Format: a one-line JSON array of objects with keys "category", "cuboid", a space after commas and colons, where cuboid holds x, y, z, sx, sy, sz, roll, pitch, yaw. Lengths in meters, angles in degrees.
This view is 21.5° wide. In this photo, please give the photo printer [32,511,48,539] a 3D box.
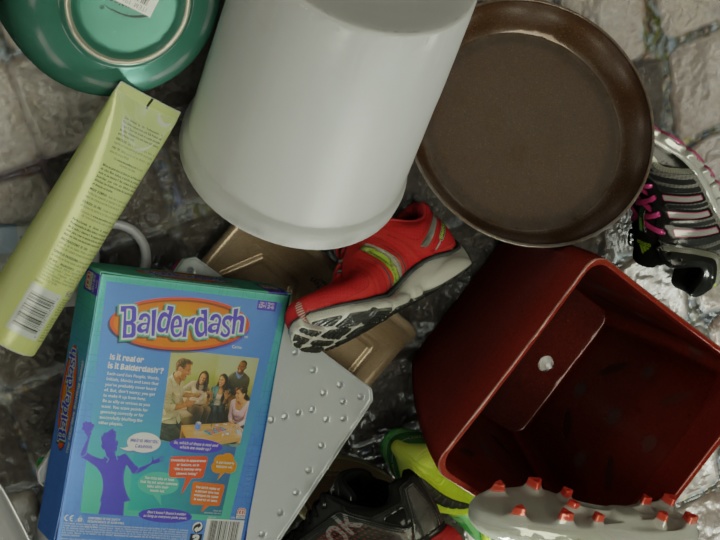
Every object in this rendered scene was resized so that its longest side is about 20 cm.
[{"category": "photo printer", "cuboid": [-0.184, 0.244, 1.494, 0.166, 0.069, 0.201, 10, 106, -24]}]

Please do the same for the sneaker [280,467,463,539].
[{"category": "sneaker", "cuboid": [-0.019, 0.208, 1.492, 0.200, 0.071, 0.098, -18, 97, 29]}]

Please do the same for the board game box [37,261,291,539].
[{"category": "board game box", "cuboid": [-0.142, 0.101, 1.378, 0.152, 0.045, 0.201, 8, 97, -28]}]

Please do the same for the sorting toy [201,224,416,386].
[{"category": "sorting toy", "cuboid": [-0.082, 0.068, 1.489, 0.185, 0.036, 0.200, 39, 98, -29]}]

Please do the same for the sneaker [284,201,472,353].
[{"category": "sneaker", "cuboid": [0.000, 0.000, 1.436, 0.200, 0.077, 0.085, -27, 84, -51]}]

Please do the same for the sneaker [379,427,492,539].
[{"category": "sneaker", "cuboid": [0.087, 0.175, 1.572, 0.074, 0.084, 0.200, -50, 137, 0]}]

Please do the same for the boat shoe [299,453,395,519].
[{"category": "boat shoe", "cuboid": [0.024, 0.218, 1.567, 0.200, 0.065, 0.072, 38, 93, -28]}]

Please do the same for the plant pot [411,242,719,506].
[{"category": "plant pot", "cuboid": [0.156, 0.087, 1.504, 0.200, 0.176, 0.200, 35, 95, -28]}]

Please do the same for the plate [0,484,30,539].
[{"category": "plate", "cuboid": [-0.311, 0.275, 1.435, 0.199, 0.032, 0.200, -26, 100, 10]}]

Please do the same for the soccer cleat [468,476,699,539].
[{"category": "soccer cleat", "cuboid": [0.166, 0.205, 1.418, 0.199, 0.069, 0.078, 9, 110, -27]}]

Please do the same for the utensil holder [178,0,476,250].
[{"category": "utensil holder", "cuboid": [-0.021, -0.142, 1.307, 0.169, 0.170, 0.200, 1, 140, -22]}]

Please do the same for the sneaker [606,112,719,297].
[{"category": "sneaker", "cuboid": [0.247, -0.048, 1.544, 0.087, 0.074, 0.200, -50, 124, -4]}]

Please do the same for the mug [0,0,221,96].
[{"category": "mug", "cuboid": [-0.186, -0.191, 1.297, 0.185, 0.114, 0.152, -23, 117, -12]}]

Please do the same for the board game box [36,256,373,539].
[{"category": "board game box", "cuboid": [-0.117, 0.121, 1.436, 0.200, 0.026, 0.200, 38, 82, -27]}]

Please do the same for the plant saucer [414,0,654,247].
[{"category": "plant saucer", "cuboid": [0.126, -0.110, 1.450, 0.200, 0.032, 0.201, 4, 73, -14]}]

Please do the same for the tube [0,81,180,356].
[{"category": "tube", "cuboid": [-0.197, -0.036, 1.315, 0.052, 0.058, 0.200, 31, 96, -12]}]

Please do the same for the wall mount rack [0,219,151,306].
[{"category": "wall mount rack", "cuboid": [-0.241, -0.021, 1.367, 0.199, 0.075, 0.174, -6, 108, -20]}]
